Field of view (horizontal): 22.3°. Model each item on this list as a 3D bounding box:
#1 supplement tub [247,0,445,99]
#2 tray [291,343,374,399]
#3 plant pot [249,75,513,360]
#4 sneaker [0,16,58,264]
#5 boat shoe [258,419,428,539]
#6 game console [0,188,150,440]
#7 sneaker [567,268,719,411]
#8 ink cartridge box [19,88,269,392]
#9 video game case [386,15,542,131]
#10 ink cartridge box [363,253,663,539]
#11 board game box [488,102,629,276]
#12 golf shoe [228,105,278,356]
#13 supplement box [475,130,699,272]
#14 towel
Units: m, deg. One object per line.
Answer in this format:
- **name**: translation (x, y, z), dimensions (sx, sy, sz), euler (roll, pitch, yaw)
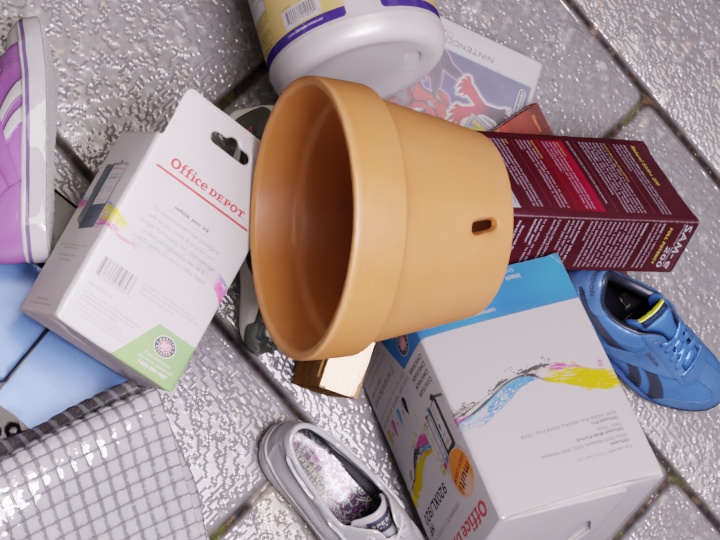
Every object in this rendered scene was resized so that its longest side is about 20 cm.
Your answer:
- **supplement tub**: translation (-0.025, -0.245, 1.463), dimensions (0.145, 0.145, 0.201), euler (-9, 72, -22)
- **tray**: translation (0.000, 0.000, 1.449), dimensions (0.037, 0.099, 0.201), euler (20, 83, -13)
- **plant pot**: translation (0.018, -0.034, 1.317), dimensions (0.139, 0.200, 0.201), euler (2, 80, -24)
- **sneaker**: translation (-0.290, -0.103, 1.390), dimensions (0.114, 0.073, 0.201), euler (-1, 68, 0)
- **boat shoe**: translation (0.003, 0.194, 1.449), dimensions (0.072, 0.068, 0.200), euler (-39, 95, -22)
- **game console**: translation (-0.244, 0.055, 1.401), dimensions (0.177, 0.031, 0.200), euler (41, 69, -10)
- **sneaker**: translation (0.249, 0.060, 1.542), dimensions (0.200, 0.078, 0.066), euler (36, 67, -23)
- **ink cartridge box**: translation (-0.151, -0.026, 1.376), dimensions (0.117, 0.067, 0.201), euler (37, 73, -31)
- **video game case**: translation (0.048, -0.121, 1.544), dimensions (0.182, 0.023, 0.201), euler (22, 74, -16)
- **ink cartridge box**: translation (0.113, 0.120, 1.427), dimensions (0.144, 0.147, 0.201), euler (-13, 63, -22)
- **board game box**: translation (0.158, -0.031, 1.556), dimensions (0.103, 0.019, 0.201), euler (-34, 100, -28)
- **golf shoe**: translation (-0.076, -0.033, 1.465), dimensions (0.088, 0.077, 0.201), euler (12, 92, 23)
- **supplement box**: translation (0.163, -0.056, 1.488), dimensions (0.199, 0.061, 0.109), euler (1, 42, -27)
- **towel**: translation (-0.198, 0.202, 1.347), dimensions (0.165, 0.085, 0.201), euler (-26, 108, -30)
